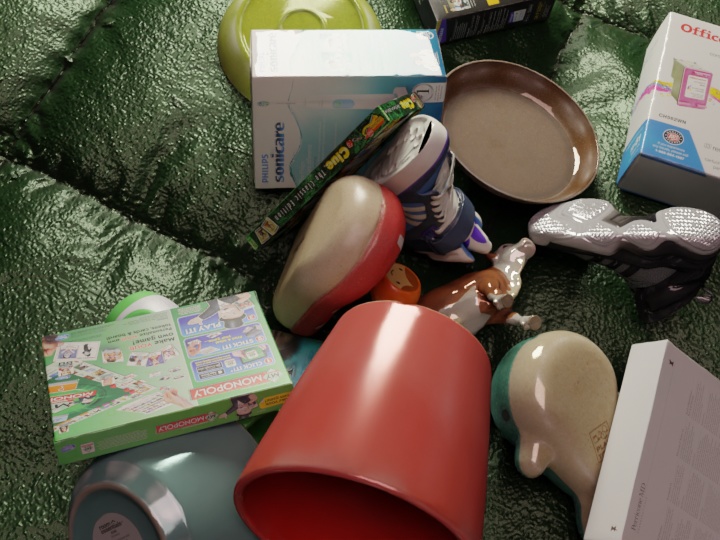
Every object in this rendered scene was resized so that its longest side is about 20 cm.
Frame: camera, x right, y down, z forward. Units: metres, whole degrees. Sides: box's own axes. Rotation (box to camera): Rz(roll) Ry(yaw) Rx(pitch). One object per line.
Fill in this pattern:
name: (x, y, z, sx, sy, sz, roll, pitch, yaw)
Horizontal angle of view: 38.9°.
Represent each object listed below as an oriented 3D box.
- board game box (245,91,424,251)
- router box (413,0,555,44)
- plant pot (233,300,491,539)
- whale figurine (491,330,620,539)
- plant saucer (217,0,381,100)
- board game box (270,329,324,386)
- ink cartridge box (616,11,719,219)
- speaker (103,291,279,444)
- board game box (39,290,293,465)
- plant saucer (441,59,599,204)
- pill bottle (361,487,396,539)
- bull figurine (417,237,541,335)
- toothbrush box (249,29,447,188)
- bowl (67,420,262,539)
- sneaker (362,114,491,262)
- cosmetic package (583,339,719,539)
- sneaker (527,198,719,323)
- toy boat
board game box: (-0.025, -0.098, 1.015, 0.024, 0.200, 0.105, 48, 29, 0)
router box: (0.129, -0.383, 1.238, 0.155, 0.052, 0.203, -14, 69, -10)
plant pot: (0.020, 0.137, 0.822, 0.198, 0.202, 0.179, 20, 53, 4)
whale figurine: (0.197, 0.162, 1.000, 0.158, 0.103, 0.203, -26, 94, -37)
plant saucer: (-0.068, -0.273, 1.186, 0.196, 0.031, 0.203, 2, 66, -5)
board game box: (-0.088, 0.159, 1.001, 0.133, 0.028, 0.203, 12, 66, 0)
ink cartridge box: (0.387, -0.175, 1.156, 0.142, 0.085, 0.202, 17, 65, 3)
speaker: (-0.160, 0.103, 0.962, 0.088, 0.089, 0.199, -41, 57, -19)
board game box: (-0.170, 0.087, 0.884, 0.197, 0.029, 0.135, -12, 40, -15)
plant saucer: (0.169, -0.149, 1.132, 0.197, 0.032, 0.203, 11, 54, -15)
pill bottle: (0.033, 0.211, 0.943, 0.113, 0.114, 0.202, 26, 67, 6)
bull figurine: (0.109, 0.039, 1.035, 0.198, 0.121, 0.066, -30, 109, -8)
toothbrush box: (-0.018, -0.169, 1.075, 0.196, 0.148, 0.086, -3, 47, -6)
bowl: (-0.170, 0.219, 0.865, 0.201, 0.201, 0.105, 47, 28, 15)
sneaker: (0.084, -0.071, 1.018, 0.145, 0.200, 0.082, 28, 68, -12)
cosmetic package: (0.301, 0.192, 0.974, 0.150, 0.051, 0.202, 35, 63, -27)
sneaker: (0.273, -0.007, 1.066, 0.197, 0.115, 0.076, 5, 36, 20)
toy boat: (0.000, 0.000, 0.993, 0.129, 0.200, 0.132, 24, 66, -9)
